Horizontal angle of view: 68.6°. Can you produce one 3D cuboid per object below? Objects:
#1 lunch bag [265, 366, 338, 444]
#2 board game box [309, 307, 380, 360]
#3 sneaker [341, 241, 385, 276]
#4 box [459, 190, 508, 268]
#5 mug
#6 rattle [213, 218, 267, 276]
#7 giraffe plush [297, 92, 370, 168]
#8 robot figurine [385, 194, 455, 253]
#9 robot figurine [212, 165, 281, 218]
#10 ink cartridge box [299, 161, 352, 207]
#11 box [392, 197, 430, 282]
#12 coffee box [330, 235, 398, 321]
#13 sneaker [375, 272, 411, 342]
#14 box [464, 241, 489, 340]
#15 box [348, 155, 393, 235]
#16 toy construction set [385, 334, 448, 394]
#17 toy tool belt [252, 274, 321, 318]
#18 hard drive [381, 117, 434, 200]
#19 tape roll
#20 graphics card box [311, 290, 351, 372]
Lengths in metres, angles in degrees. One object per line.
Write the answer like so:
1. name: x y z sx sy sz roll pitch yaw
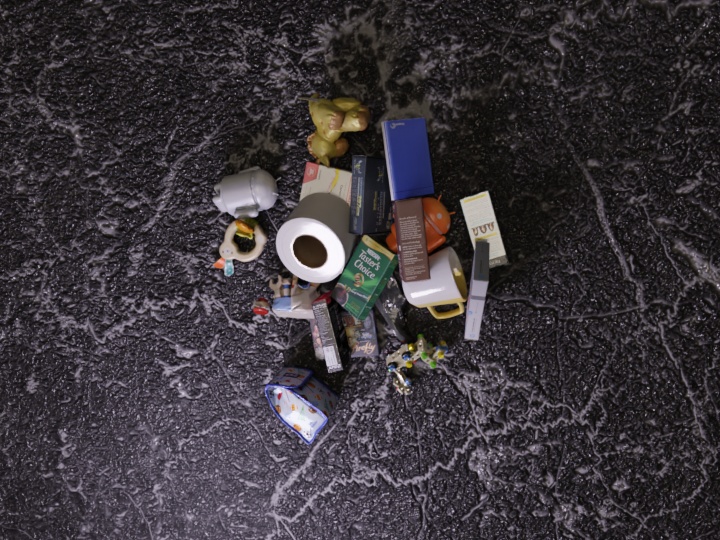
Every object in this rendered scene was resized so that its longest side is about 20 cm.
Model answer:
1. lunch bag: -0.176 0.373 1.549 0.199 0.170 0.125 37 101 4
2. board game box: -0.046 0.188 1.562 0.195 0.035 0.139 -7 97 12
3. sneaker: 0.000 0.000 1.504 0.097 0.071 0.203 29 104 3
4. box: 0.335 -0.108 1.431 0.081 0.049 0.204 -16 96 14
5. mug: 0.202 0.048 1.440 0.150 0.149 0.191 -18 89 21
6. rattle: -0.372 -0.058 1.537 0.199 0.143 0.131 -37 109 8
7. giraffe plush: -0.080 -0.372 1.428 0.195 0.174 0.165 10 122 0
8. robot figurine: 0.160 -0.117 1.429 0.199 0.116 0.145 -39 84 14
9. robot figurine: -0.321 -0.224 1.508 0.195 0.113 0.173 -9 64 13
10. ink cartridge box: -0.062 -0.225 1.480 0.196 0.067 0.119 14 102 9
11. box: 0.127 -0.077 1.326 0.073 0.100 0.205 -5 94 0
12. coffee box: 0.011 0.017 1.425 0.122 0.044 0.202 38 101 33
13. sneaker: 0.109 0.100 1.504 0.104 0.060 0.201 -37 87 19
14. box: 0.304 0.053 1.371 0.040 0.157 0.203 6 131 11
15. box: 0.036 -0.201 1.418 0.050 0.156 0.205 10 101 36
16. toy construction set: 0.150 0.262 1.510 0.130 0.093 0.201 24 115 -33
17. toy tool belt: -0.211 0.070 1.548 0.195 0.125 0.126 3 69 7
18. hard drive: 0.129 -0.301 1.417 0.129 0.025 0.205 -12 99 -25
19. tape roll: -0.115 -0.089 1.439 0.198 0.140 0.206 10 127 14
20. graphics card box: -0.080 0.169 1.483 0.050 0.125 0.205 -14 96 10
